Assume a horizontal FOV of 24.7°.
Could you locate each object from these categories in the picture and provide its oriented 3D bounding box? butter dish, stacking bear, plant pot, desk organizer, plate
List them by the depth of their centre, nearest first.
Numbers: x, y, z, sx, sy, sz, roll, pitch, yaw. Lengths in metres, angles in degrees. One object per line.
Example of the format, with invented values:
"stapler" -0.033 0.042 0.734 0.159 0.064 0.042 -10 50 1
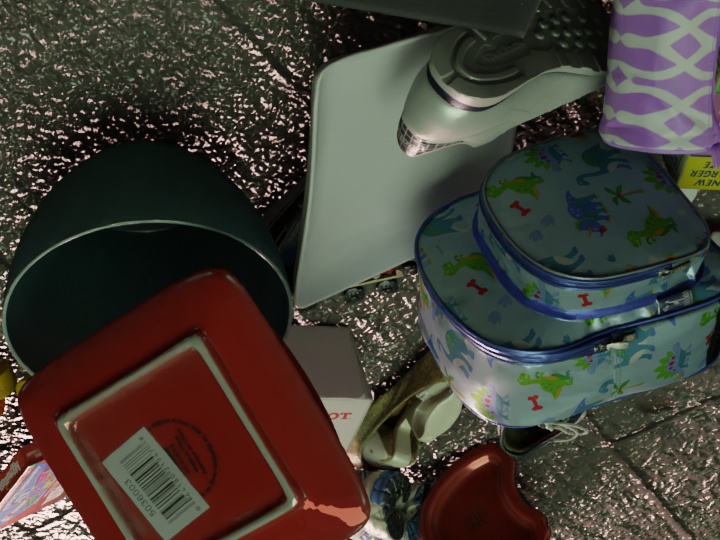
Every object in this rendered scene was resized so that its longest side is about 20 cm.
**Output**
"desk organizer" 0.017 -0.212 1.032 0.199 0.077 0.072 7 136 -17
"butter dish" -0.097 0.108 1.127 0.199 0.148 0.200 -31 92 22
"plate" 0.032 -0.088 1.140 0.199 0.032 0.200 -23 138 -33
"plant pot" -0.154 -0.015 1.178 0.199 0.135 0.200 -5 139 -5
"stacking bear" 0.136 0.269 1.572 0.114 0.122 0.200 -30 146 4

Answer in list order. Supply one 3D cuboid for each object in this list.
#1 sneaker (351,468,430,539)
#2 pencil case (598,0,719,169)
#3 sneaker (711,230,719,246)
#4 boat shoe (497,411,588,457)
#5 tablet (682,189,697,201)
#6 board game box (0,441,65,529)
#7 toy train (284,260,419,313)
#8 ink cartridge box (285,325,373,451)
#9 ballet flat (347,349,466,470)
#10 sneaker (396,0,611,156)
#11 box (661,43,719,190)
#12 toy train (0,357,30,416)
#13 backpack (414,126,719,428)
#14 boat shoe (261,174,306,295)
"sneaker" 0.011 0.219 1.516 0.085 0.077 0.200 8 160 17
"pencil case" 0.204 -0.172 1.056 0.085 0.084 0.201 10 112 16
"sneaker" 0.217 0.022 1.301 0.199 0.088 0.082 -4 139 -5
"boat shoe" 0.157 0.108 1.378 0.075 0.062 0.200 21 157 -8
"tablet" 0.179 -0.007 1.340 0.130 0.014 0.200 6 136 -16
"board game box" -0.265 0.172 1.378 0.103 0.019 0.200 -26 168 -36
"toy train" 0.000 0.000 1.299 0.199 0.034 0.046 -11 135 2
"ink cartridge box" -0.092 0.137 1.389 0.146 0.084 0.200 2 137 -23
"ballet flat" 0.044 0.132 1.431 0.071 0.071 0.200 19 132 -28
"sneaker" 0.105 -0.131 1.109 0.200 0.076 0.081 -18 151 -38
"box" 0.315 -0.156 1.136 0.175 0.097 0.200 2 138 -12
"toy train" -0.281 0.120 1.294 0.199 0.150 0.056 -14 117 -1
"backpack" 0.141 0.000 1.160 0.199 0.183 0.147 -21 139 -13
"boat shoe" -0.013 -0.053 1.212 0.070 0.066 0.200 25 127 -33
